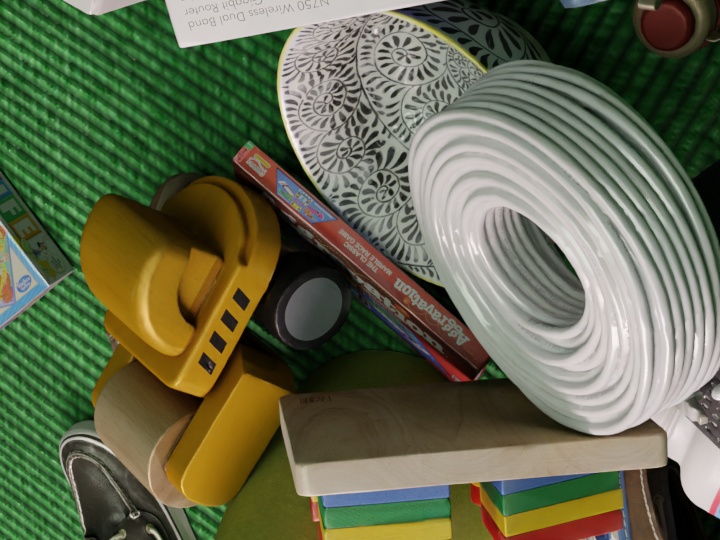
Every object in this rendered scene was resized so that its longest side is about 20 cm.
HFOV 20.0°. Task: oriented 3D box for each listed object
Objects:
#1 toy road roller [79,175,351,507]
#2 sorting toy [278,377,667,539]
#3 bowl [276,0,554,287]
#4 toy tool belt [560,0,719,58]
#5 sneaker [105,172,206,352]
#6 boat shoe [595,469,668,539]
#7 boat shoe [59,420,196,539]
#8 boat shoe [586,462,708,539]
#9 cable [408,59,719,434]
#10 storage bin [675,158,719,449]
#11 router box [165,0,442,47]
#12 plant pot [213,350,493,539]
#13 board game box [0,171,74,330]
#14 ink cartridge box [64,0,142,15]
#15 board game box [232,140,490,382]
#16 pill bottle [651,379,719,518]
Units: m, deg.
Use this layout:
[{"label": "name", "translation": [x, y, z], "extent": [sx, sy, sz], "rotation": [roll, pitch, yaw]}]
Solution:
[{"label": "toy road roller", "translation": [-0.118, 0.036, 1.273], "extent": [0.123, 0.146, 0.200], "rotation": [36, 99, 47]}, {"label": "sorting toy", "translation": [0.058, 0.115, 1.168], "extent": [0.198, 0.200, 0.070], "rotation": [-4, 97, -4]}, {"label": "bowl", "translation": [0.057, -0.093, 1.203], "extent": [0.201, 0.094, 0.201], "rotation": [29, 143, 25]}, {"label": "toy tool belt", "translation": [0.134, -0.198, 1.113], "extent": [0.125, 0.123, 0.200], "rotation": [-13, 105, 31]}, {"label": "sneaker", "translation": [-0.145, 0.023, 1.389], "extent": [0.075, 0.070, 0.200], "rotation": [22, 114, 36]}, {"label": "boat shoe", "translation": [0.188, 0.202, 1.225], "extent": [0.072, 0.072, 0.200], "rotation": [-12, 88, 0]}, {"label": "boat shoe", "translation": [-0.161, 0.202, 1.477], "extent": [0.071, 0.064, 0.200], "rotation": [-30, 95, 34]}, {"label": "boat shoe", "translation": [0.209, 0.210, 1.281], "extent": [0.073, 0.074, 0.200], "rotation": [-25, 99, 34]}, {"label": "cable", "translation": [0.105, -0.010, 1.066], "extent": [0.200, 0.069, 0.200], "rotation": [31, 145, 42]}, {"label": "storage bin", "translation": [0.248, 0.035, 1.113], "extent": [0.200, 0.135, 0.094], "rotation": [46, 153, 19]}, {"label": "router box", "translation": [-0.024, -0.225, 1.089], "extent": [0.200, 0.049, 0.180], "rotation": [-9, 117, 14]}, {"label": "plant pot", "translation": [-0.015, 0.175, 1.307], "extent": [0.187, 0.200, 0.187], "rotation": [11, 115, 23]}, {"label": "board game box", "translation": [-0.316, 0.000, 1.489], "extent": [0.200, 0.034, 0.135], "rotation": [-35, 93, 34]}, {"label": "ink cartridge box", "translation": [-0.121, -0.268, 1.201], "extent": [0.086, 0.146, 0.200], "rotation": [29, 121, 22]}, {"label": "board game box", "translation": [0.000, 0.000, 1.292], "extent": [0.200, 0.103, 0.019], "rotation": [41, 79, 7]}, {"label": "pill bottle", "translation": [0.260, 0.111, 1.191], "extent": [0.200, 0.109, 0.109], "rotation": [29, 121, 15]}]
